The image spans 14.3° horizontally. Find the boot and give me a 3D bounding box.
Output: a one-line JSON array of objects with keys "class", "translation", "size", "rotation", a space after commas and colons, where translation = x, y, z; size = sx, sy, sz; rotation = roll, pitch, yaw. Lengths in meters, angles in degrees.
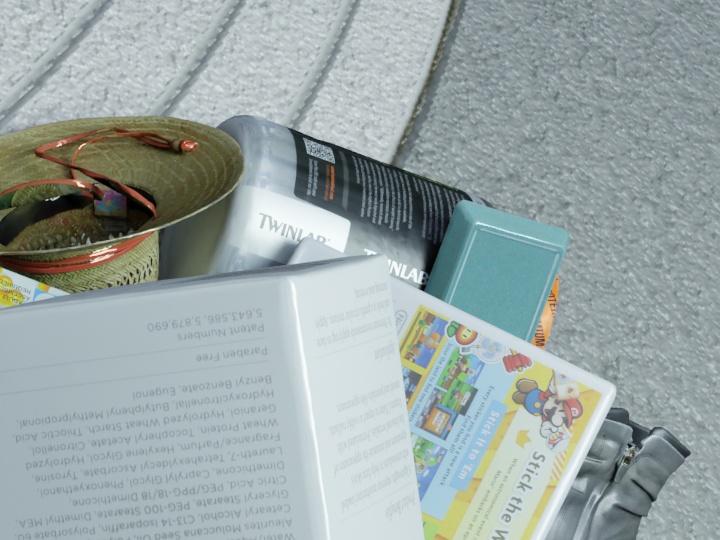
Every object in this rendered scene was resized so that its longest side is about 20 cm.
[{"class": "boot", "translation": [0.077, 0.123, 1.530], "size": [0.200, 0.132, 0.070], "rotation": [12, 10, -40]}]

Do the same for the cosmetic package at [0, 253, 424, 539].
[{"class": "cosmetic package", "translation": [-0.070, 0.103, 1.329], "size": [0.165, 0.165, 0.200], "rotation": [-11, 94, -74]}]

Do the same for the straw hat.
[{"class": "straw hat", "translation": [-0.146, -0.009, 1.503], "size": [0.201, 0.201, 0.085], "rotation": [-27, 120, -42]}]

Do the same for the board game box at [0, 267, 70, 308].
[{"class": "board game box", "translation": [-0.216, 0.099, 1.381], "size": [0.103, 0.105, 0.200], "rotation": [22, 50, -19]}]

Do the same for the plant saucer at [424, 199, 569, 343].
[{"class": "plant saucer", "translation": [0.051, 0.065, 1.539], "size": [0.070, 0.200, 0.019], "rotation": [15, 10, -24]}]

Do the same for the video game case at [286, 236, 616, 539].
[{"class": "video game case", "translation": [0.006, 0.106, 1.455], "size": [0.182, 0.023, 0.200], "rotation": [26, 72, 7]}]

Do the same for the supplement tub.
[{"class": "supplement tub", "translation": [0.000, 0.000, 1.580], "size": [0.200, 0.123, 0.123], "rotation": [19, 51, -20]}]
